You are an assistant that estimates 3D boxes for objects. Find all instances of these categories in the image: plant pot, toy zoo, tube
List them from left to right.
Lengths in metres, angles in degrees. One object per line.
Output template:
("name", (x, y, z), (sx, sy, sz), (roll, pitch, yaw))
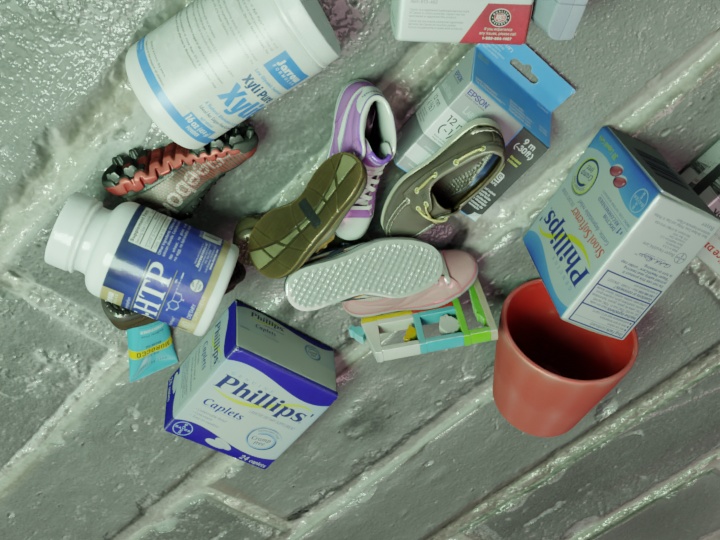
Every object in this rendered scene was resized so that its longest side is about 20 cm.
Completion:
("tube", (-0.303, 0.072, 1.039), (0.077, 0.050, 0.201), (-19, 133, -28))
("toy zoo", (0.081, 0.066, 1.033), (0.199, 0.132, 0.021), (-10, 127, 1))
("plant pot", (0.286, 0.141, 1.091), (0.199, 0.201, 0.178), (1, 135, -8))

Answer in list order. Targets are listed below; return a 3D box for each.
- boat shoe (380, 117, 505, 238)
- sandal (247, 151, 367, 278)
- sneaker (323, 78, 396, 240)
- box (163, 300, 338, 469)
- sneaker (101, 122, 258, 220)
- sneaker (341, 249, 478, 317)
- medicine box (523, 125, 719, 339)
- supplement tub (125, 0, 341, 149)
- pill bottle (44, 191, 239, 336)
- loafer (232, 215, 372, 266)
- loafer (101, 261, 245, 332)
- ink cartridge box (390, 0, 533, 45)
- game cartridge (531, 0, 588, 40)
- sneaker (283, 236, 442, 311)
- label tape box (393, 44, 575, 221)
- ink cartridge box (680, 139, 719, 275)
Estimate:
("boat shoe", (0.096, -0.095, 0.879), (0.072, 0.060, 0.200), (30, 125, -27))
("sandal", (-0.056, -0.059, 0.862), (0.200, 0.081, 0.054), (-42, 156, 26))
("sneaker", (-0.002, -0.117, 0.871), (0.072, 0.114, 0.202), (-5, 115, -17))
("box", (-0.165, 0.177, 1.100), (0.183, 0.105, 0.200), (29, 117, -26))
("sneaker", (-0.209, -0.117, 0.898), (0.199, 0.071, 0.098), (-19, 126, 9))
("sneaker", (0.066, 0.006, 0.997), (0.199, 0.076, 0.105), (-15, 154, -1))
("medicine box", (0.326, -0.049, 0.948), (0.102, 0.183, 0.201), (19, 121, -20))
("supplement tub", (-0.136, -0.233, 0.784), (0.199, 0.132, 0.132), (-28, 125, 15))
("pill bottle", (-0.256, -0.012, 0.865), (0.199, 0.120, 0.120), (23, 121, -12))
("loafer", (-0.077, -0.047, 0.973), (0.199, 0.068, 0.076), (4, 131, -30))
("loafer", (-0.248, 0.024, 0.970), (0.199, 0.073, 0.071), (-18, 158, -32))
("ink cartridge box", (0.112, -0.347, 0.758), (0.145, 0.083, 0.201), (1, 126, -5))
("game cartridge", (0.209, -0.348, 0.742), (0.040, 0.134, 0.201), (-3, 126, -13))
("sneaker", (0.000, 0.000, 0.922), (0.199, 0.079, 0.079), (-9, 98, -10))
("label tape box", (0.155, -0.177, 0.904), (0.143, 0.066, 0.200), (32, 118, -26))
("ink cartridge box", (0.522, -0.102, 0.996), (0.144, 0.084, 0.200), (30, 118, -27))
